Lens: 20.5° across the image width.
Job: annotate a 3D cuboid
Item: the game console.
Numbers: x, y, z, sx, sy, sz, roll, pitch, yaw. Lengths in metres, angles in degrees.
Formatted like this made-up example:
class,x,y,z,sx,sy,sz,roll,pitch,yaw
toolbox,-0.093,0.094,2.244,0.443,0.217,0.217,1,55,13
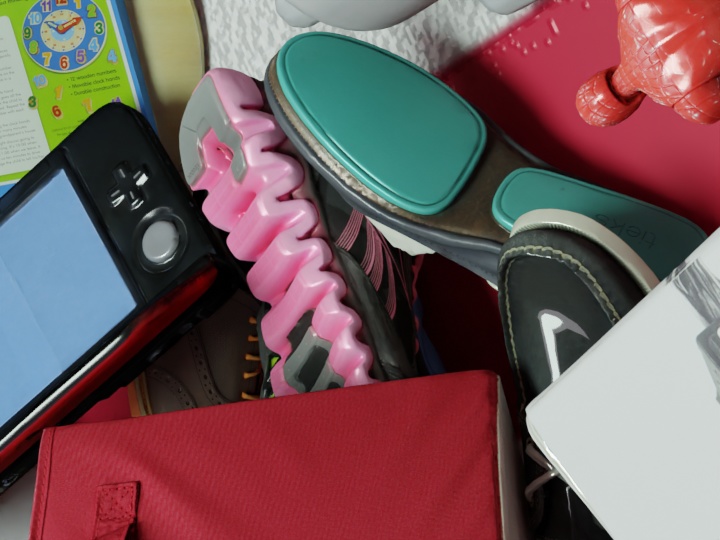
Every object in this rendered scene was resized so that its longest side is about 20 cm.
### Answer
class,x,y,z,sx,sy,sz,roll,pitch,yaw
game console,-0.164,0.030,0.859,0.200,0.119,0.173,-40,60,13

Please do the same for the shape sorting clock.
class,x,y,z,sx,sy,sz,roll,pitch,yaw
shape sorting clock,-0.172,-0.104,0.959,0.198,0.039,0.202,3,115,6

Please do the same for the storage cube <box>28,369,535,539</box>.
class,x,y,z,sx,sy,sz,roll,pitch,yaw
storage cube,-0.018,0.164,0.751,0.178,0.172,0.201,-8,138,10

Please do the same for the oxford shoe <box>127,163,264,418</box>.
class,x,y,z,sx,sy,sz,roll,pitch,yaw
oxford shoe,-0.068,0.045,0.926,0.072,0.071,0.201,-24,83,13

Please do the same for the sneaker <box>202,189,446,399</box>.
class,x,y,z,sx,sy,sz,roll,pitch,yaw
sneaker,-0.014,0.039,0.877,0.071,0.082,0.201,-38,76,46

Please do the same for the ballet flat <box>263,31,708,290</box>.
class,x,y,z,sx,sy,sz,roll,pitch,yaw
ballet flat,0.045,-0.022,0.787,0.199,0.073,0.073,29,126,14

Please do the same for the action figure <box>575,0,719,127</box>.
class,x,y,z,sx,sy,sz,roll,pitch,yaw
action figure,0.161,-0.105,0.663,0.199,0.099,0.066,-33,77,25

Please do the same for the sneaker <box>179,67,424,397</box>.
class,x,y,z,sx,sy,sz,roll,pitch,yaw
sneaker,0.000,0.000,0.834,0.079,0.095,0.201,-39,69,55

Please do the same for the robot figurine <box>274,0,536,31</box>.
class,x,y,z,sx,sy,sz,roll,pitch,yaw
robot figurine,0.022,-0.163,0.738,0.169,0.114,0.199,36,144,-24

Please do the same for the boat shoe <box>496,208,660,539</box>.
class,x,y,z,sx,sy,sz,roll,pitch,yaw
boat shoe,0.092,0.073,0.740,0.071,0.068,0.201,0,119,34

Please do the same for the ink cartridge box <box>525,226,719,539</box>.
class,x,y,z,sx,sy,sz,roll,pitch,yaw
ink cartridge box,0.166,0.005,0.617,0.084,0.145,0.200,54,130,14

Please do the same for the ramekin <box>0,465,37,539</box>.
class,x,y,z,sx,sy,sz,roll,pitch,yaw
ramekin,-0.175,0.189,0.932,0.202,0.202,0.095,43,160,26
